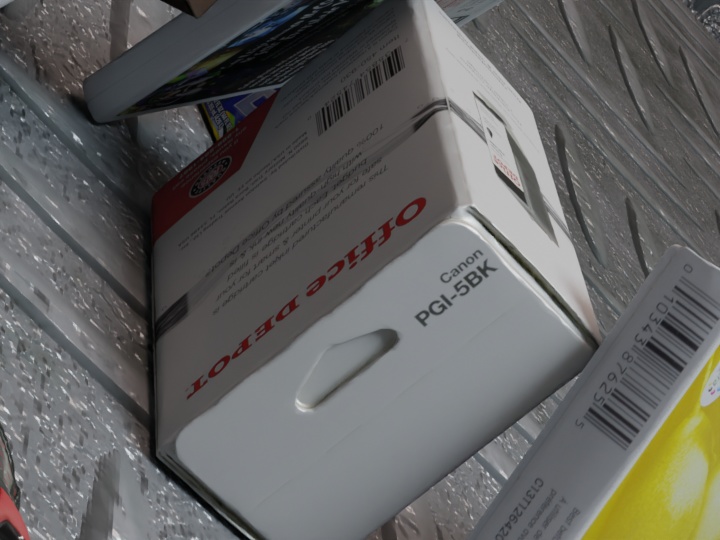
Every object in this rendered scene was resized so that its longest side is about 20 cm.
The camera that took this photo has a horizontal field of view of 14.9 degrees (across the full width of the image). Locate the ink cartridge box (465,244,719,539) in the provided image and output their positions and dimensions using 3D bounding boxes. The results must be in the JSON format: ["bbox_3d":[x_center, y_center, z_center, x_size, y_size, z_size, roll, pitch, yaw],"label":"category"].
[{"bbox_3d":[0.112,0.106,1.006,0.047,0.198,0.200,36,5,37],"label":"ink cartridge box"}]

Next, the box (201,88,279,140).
[{"bbox_3d":[-0.006,-0.025,1.229,0.070,0.064,0.200,36,20,-43],"label":"box"}]

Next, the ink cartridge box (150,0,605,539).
[{"bbox_3d":[0.000,0.000,1.029,0.083,0.147,0.200,45,17,-24],"label":"ink cartridge box"}]

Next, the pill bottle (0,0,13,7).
[{"bbox_3d":[-0.177,-0.177,0.948,0.201,0.108,0.109,59,14,-9],"label":"pill bottle"}]

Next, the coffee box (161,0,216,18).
[{"bbox_3d":[-0.102,-0.189,1.077,0.200,0.114,0.080,30,-21,42],"label":"coffee box"}]

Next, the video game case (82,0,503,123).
[{"bbox_3d":[0.009,-0.118,1.125,0.181,0.200,0.023,-15,82,-43],"label":"video game case"}]

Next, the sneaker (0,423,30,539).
[{"bbox_3d":[-0.158,0.016,0.686,0.200,0.071,0.098,47,16,-23],"label":"sneaker"}]
